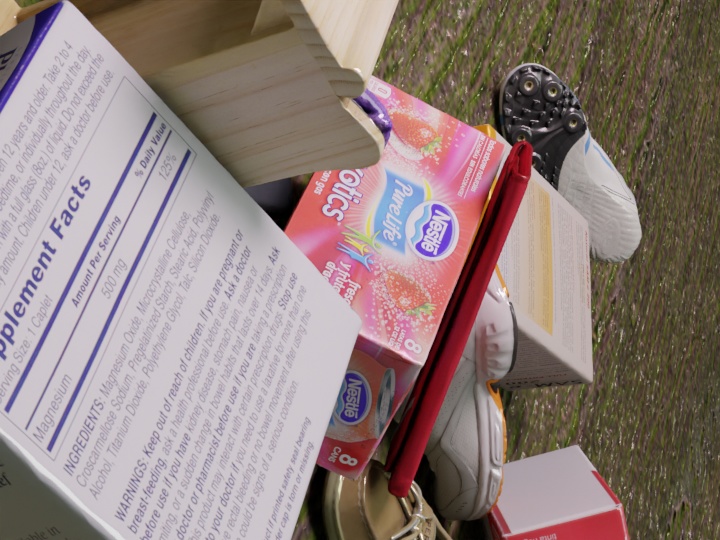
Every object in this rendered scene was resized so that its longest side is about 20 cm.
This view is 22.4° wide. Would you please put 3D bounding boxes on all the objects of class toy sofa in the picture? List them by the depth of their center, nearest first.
[{"bbox_3d":[-0.077,-0.087,0.775,0.098,0.198,0.083,56,35,-32],"label":"toy sofa"}]

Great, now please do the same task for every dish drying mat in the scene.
[{"bbox_3d":[0.054,0.027,1.030,0.077,0.018,0.202,-69,179,-71],"label":"dish drying mat"}]

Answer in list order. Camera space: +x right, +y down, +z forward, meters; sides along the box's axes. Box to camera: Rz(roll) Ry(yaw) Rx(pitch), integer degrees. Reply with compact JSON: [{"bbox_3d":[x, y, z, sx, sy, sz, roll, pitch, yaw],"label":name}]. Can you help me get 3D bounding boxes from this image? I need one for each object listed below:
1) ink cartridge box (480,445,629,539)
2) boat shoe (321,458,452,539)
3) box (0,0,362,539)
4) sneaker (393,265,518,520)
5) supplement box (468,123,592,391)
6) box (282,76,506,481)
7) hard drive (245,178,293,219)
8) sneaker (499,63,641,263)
[{"bbox_3d":[0.142,0.239,1.219,0.144,0.083,0.202,-116,-168,-79],"label":"ink cartridge box"},{"bbox_3d":[0.037,0.176,1.098,0.202,0.062,0.074,62,32,-36],"label":"boat shoe"},{"bbox_3d":[-0.115,0.036,0.716,0.200,0.104,0.185,48,39,-26],"label":"box"},{"bbox_3d":[0.044,0.079,1.146,0.076,0.091,0.202,-102,-170,-52],"label":"sneaker"},{"bbox_3d":[0.095,-0.003,1.259,0.200,0.073,0.127,36,51,-57],"label":"supplement box"},{"bbox_3d":[0.000,0.000,0.991,0.103,0.094,0.201,-62,-177,41],"label":"box"},{"bbox_3d":[-0.085,-0.131,0.962,0.139,0.033,0.203,8,76,-64],"label":"hard drive"},{"bbox_3d":[0.160,-0.087,1.448,0.201,0.072,0.073,55,2,-34],"label":"sneaker"}]
